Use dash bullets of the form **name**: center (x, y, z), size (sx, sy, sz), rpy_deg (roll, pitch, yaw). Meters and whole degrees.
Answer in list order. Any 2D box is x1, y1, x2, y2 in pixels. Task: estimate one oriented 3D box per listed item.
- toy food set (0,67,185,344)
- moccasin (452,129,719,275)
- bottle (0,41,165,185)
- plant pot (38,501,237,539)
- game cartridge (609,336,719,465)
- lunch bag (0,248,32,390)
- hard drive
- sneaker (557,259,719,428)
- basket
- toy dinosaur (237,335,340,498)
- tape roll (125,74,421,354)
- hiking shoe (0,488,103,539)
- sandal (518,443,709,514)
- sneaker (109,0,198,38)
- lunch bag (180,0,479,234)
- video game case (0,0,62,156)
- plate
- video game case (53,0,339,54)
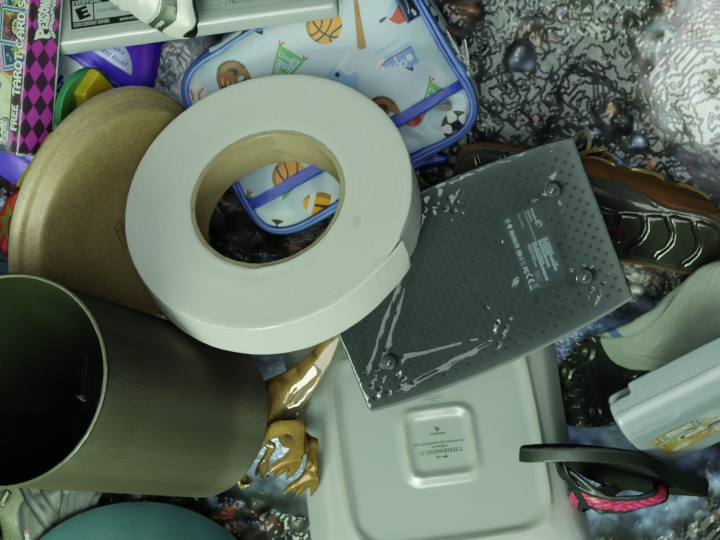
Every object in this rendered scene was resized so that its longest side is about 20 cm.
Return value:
- **toy food set**: center (-0.177, -0.037, 1.472), size (0.048, 0.200, 0.199), rpy_deg (21, 72, 34)
- **moccasin**: center (0.164, -0.054, 1.498), size (0.200, 0.078, 0.074), rpy_deg (9, 115, 0)
- **bottle**: center (-0.189, -0.144, 1.510), size (0.083, 0.065, 0.201), rpy_deg (33, 97, -7)
- **plant pot**: center (-0.159, 0.289, 1.515), size (0.198, 0.135, 0.202), rpy_deg (-4, 116, -8)
- **game cartridge**: center (0.247, 0.085, 1.448), size (0.132, 0.200, 0.042), rpy_deg (-23, 73, 10)
- **lunch bag**: center (-0.323, 0.049, 1.524), size (0.169, 0.124, 0.201), rpy_deg (-33, 66, 11)
- **hard drive**: center (0.073, 0.001, 1.437), size (0.199, 0.042, 0.136), rpy_deg (-24, 102, -3)
- **sneaker**: center (0.218, 0.058, 1.493), size (0.200, 0.072, 0.072), rpy_deg (-36, 60, 35)
- **basket**: center (-0.165, 0.086, 1.397), size (0.179, 0.199, 0.137), rpy_deg (0, 80, 38)
- **toy dinosaur**: center (-0.054, 0.095, 1.471), size (0.200, 0.060, 0.107), rpy_deg (-44, 53, 29)
- **tape roll**: center (-0.058, -0.040, 1.400), size (0.201, 0.037, 0.204), rpy_deg (-6, 58, 10)
- **hiking shoe**: center (-0.235, 0.146, 1.559), size (0.100, 0.076, 0.201), rpy_deg (19, 101, -2)
- **sandal**: center (0.182, 0.153, 1.471), size (0.075, 0.199, 0.045), rpy_deg (2, 77, 40)
- **sneaker**: center (-0.089, -0.243, 1.424), size (0.087, 0.076, 0.200), rpy_deg (38, 82, 0)
- **lunch bag**: center (-0.015, -0.125, 1.498), size (0.199, 0.076, 0.161), rpy_deg (-28, 98, 10)
- **video game case**: center (-0.275, -0.192, 1.476), size (0.181, 0.036, 0.202), rpy_deg (16, 104, 43)
- **plate**: center (0.055, 0.126, 1.494), size (0.198, 0.032, 0.202), rpy_deg (-7, 70, -5)
- **video game case**: center (-0.121, -0.249, 1.469), size (0.198, 0.022, 0.183), rpy_deg (-7, 71, 4)
